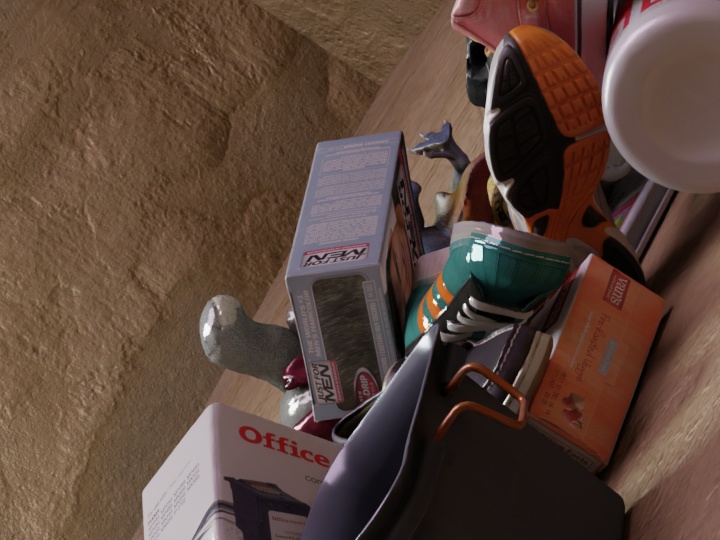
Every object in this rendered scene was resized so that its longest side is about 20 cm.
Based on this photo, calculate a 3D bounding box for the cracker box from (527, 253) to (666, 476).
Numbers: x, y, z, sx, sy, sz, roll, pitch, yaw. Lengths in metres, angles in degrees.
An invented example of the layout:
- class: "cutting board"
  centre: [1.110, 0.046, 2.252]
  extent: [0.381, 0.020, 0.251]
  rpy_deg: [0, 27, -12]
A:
- class: "cracker box"
  centre: [0.089, 0.099, 1.557]
  extent: [0.200, 0.058, 0.134]
  rpy_deg: [-51, 9, 46]

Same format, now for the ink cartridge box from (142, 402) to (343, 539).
- class: "ink cartridge box"
  centre: [-0.030, 0.181, 1.406]
  extent: [0.084, 0.144, 0.201]
  rpy_deg: [-53, 28, 33]

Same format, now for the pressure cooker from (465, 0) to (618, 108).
- class: "pressure cooker"
  centre: [0.168, -0.188, 1.786]
  extent: [0.176, 0.199, 0.180]
  rpy_deg: [-79, -12, -58]

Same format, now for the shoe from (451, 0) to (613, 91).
- class: "shoe"
  centre: [0.102, -0.144, 1.587]
  extent: [0.201, 0.090, 0.072]
  rpy_deg: [85, -168, -55]

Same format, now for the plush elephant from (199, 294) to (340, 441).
- class: "plush elephant"
  centre: [0.013, 0.081, 1.768]
  extent: [0.155, 0.199, 0.166]
  rpy_deg: [-42, 44, 49]

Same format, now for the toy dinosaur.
- class: "toy dinosaur"
  centre: [0.059, 0.003, 1.816]
  extent: [0.105, 0.182, 0.200]
  rpy_deg: [-36, 22, -22]

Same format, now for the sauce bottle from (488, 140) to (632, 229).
- class: "sauce bottle"
  centre: [0.129, -0.056, 1.794]
  extent: [0.065, 0.065, 0.200]
  rpy_deg: [-59, 7, -20]

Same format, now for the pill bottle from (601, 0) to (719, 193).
- class: "pill bottle"
  centre: [0.201, -0.131, 1.570]
  extent: [0.112, 0.112, 0.200]
  rpy_deg: [-55, 6, 25]

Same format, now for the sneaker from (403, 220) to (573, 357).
- class: "sneaker"
  centre: [0.069, 0.025, 1.527]
  extent: [0.200, 0.071, 0.080]
  rpy_deg: [138, 145, -75]

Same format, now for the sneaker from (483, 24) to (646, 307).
- class: "sneaker"
  centre: [0.107, -0.059, 1.584]
  extent: [0.075, 0.201, 0.092]
  rpy_deg: [-19, 30, -6]

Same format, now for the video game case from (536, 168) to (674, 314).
- class: "video game case"
  centre: [0.152, -0.010, 1.787]
  extent: [0.183, 0.023, 0.200]
  rpy_deg: [-60, 7, -23]

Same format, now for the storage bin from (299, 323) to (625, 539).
- class: "storage bin"
  centre: [0.056, 0.131, 1.299]
  extent: [0.146, 0.134, 0.200]
  rpy_deg: [-55, 7, 23]

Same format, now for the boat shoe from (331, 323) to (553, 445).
- class: "boat shoe"
  centre: [0.040, 0.076, 1.493]
  extent: [0.072, 0.065, 0.200]
  rpy_deg: [-61, 9, -29]

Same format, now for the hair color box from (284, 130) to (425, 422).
- class: "hair color box"
  centre: [0.000, 0.000, 1.668]
  extent: [0.200, 0.060, 0.100]
  rpy_deg: [-79, -21, -63]
